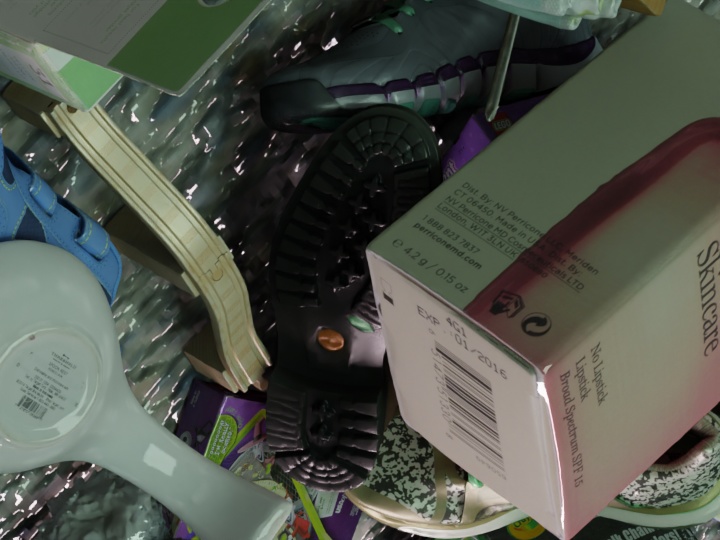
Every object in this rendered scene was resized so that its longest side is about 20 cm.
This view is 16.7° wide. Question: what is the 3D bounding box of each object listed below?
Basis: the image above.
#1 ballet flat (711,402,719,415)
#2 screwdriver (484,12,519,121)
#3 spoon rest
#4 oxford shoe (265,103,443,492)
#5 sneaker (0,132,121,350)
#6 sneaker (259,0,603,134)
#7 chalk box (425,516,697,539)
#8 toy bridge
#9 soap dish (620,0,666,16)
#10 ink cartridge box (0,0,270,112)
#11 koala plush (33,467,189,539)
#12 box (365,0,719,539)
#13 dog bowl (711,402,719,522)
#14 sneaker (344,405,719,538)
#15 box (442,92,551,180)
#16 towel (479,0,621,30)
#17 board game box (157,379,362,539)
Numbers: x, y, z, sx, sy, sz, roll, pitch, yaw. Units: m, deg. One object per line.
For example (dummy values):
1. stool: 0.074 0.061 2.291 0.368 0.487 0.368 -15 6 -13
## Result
1. ballet flat: 0.147 0.069 1.250 0.046 0.200 0.067 -58 157 -55
2. screwdriver: 0.072 -0.130 1.130 0.028 0.029 0.200 28 48 -13
3. spoon rest: -0.114 0.061 1.020 0.099 0.061 0.200 -54 129 -6
4. oxford shoe: 0.000 0.000 1.136 0.084 0.073 0.200 -59 167 -53
5. sneaker: -0.149 -0.013 1.022 0.082 0.074 0.200 -33 137 -27
6. sneaker: 0.028 -0.115 1.155 0.200 0.074 0.088 -12 93 -41
7. chalk box: 0.100 0.176 1.280 0.125 0.200 0.124 -15 152 -36
8. toy bridge: -0.084 -0.010 1.084 0.027 0.067 0.200 -47 133 -17
9. soap dish: 0.081 -0.227 1.070 0.081 0.157 0.200 -16 123 -68
10. ink cartridge box: -0.070 -0.125 0.948 0.146 0.200 0.048 -49 132 -15
11. koala plush: -0.117 0.199 1.098 0.177 0.184 0.200 41 64 -15
12. box: 0.115 -0.003 1.088 0.200 0.109 0.128 -40 144 -21
13. dog bowl: 0.230 0.039 1.356 0.200 0.079 0.200 -30 143 -26
14. sneaker: 0.087 0.082 1.183 0.089 0.200 0.077 82 5 -70
15. box: 0.109 -0.043 1.222 0.200 0.039 0.137 -17 153 -37
16. towel: 0.036 -0.206 1.021 0.048 0.200 0.171 -4 113 -70
17. board game box: -0.064 0.157 1.210 0.120 0.032 0.200 14 99 -50
